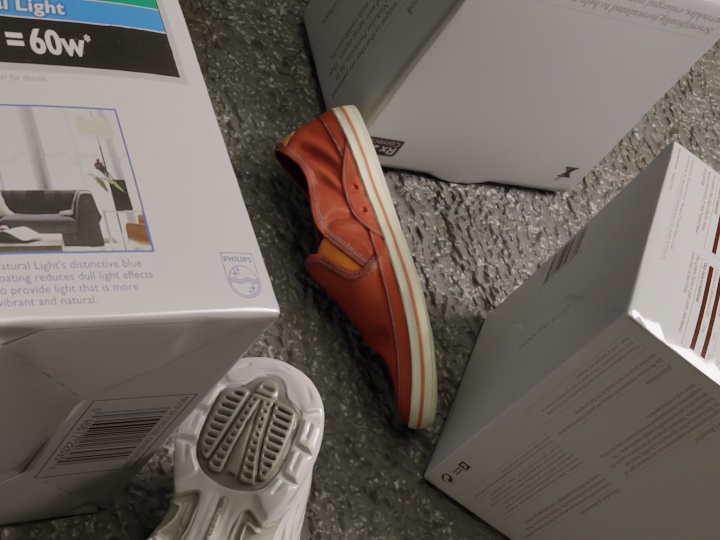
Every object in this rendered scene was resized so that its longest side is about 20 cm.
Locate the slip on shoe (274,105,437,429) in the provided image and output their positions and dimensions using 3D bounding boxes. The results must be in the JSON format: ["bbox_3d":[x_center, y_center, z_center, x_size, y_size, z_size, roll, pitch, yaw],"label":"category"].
[{"bbox_3d":[0.000,0.000,0.752,0.061,0.074,0.202,-18,73,-4],"label":"slip on shoe"}]

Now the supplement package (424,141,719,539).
[{"bbox_3d":[0.180,0.080,0.718,0.199,0.191,0.148,36,46,-8],"label":"supplement package"}]

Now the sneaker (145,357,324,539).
[{"bbox_3d":[-0.068,0.145,0.583,0.077,0.100,0.201,24,68,18],"label":"sneaker"}]

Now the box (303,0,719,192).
[{"bbox_3d":[0.097,-0.166,0.835,0.197,0.200,0.132,5,55,-31],"label":"box"}]

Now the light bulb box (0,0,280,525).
[{"bbox_3d":[-0.155,-0.018,0.557,0.124,0.198,0.202,-1,60,-36],"label":"light bulb box"}]
